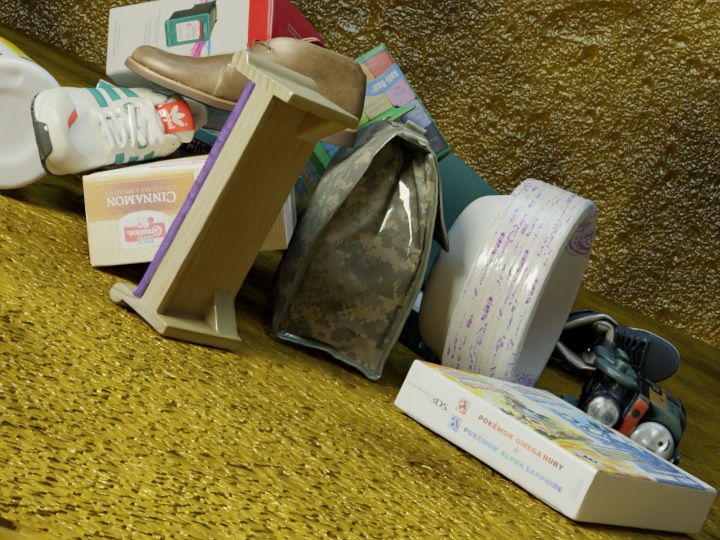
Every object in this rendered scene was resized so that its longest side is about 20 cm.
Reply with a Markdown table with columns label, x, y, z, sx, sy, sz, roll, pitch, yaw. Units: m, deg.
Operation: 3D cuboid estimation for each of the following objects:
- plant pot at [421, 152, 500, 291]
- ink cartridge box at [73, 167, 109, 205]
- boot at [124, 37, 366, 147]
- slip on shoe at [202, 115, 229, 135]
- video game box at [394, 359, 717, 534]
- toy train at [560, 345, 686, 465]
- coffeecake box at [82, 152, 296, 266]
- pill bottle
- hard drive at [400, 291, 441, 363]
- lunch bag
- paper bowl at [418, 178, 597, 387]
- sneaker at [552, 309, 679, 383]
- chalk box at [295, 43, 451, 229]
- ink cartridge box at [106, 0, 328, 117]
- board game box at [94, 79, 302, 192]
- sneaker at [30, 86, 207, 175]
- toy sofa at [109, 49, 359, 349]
| label | x | y | z | sx | sy | sz | roll | pitch | yaw |
| --- | --- | --- | --- | --- | --- | --- | --- | --- | --- |
| plant pot | 0.106 | -0.021 | 1.775 | 0.200 | 0.142 | 0.141 | 35 | -16 | -11 |
| ink cartridge box | -0.212 | -0.068 | 1.561 | 0.094 | 0.037 | 0.200 | 25 | 8 | 1 |
| boot | -0.092 | -0.163 | 1.303 | 0.199 | 0.076 | 0.074 | 14 | 13 | -9 |
| slip on shoe | -0.147 | -0.141 | 1.579 | 0.076 | 0.061 | 0.200 | 26 | -3 | -17 |
| video game box | 0.152 | 0.136 | 1.216 | 0.182 | 0.047 | 0.200 | 27 | 6 | 38 |
| toy train | 0.249 | 0.132 | 1.476 | 0.114 | 0.085 | 0.200 | 35 | 8 | 6 |
| coffeecake box | -0.133 | -0.056 | 1.300 | 0.153 | 0.073 | 0.200 | -5 | 7 | 0 |
| pill bottle | -0.332 | -0.148 | 1.400 | 0.114 | 0.115 | 0.200 | 21 | 8 | -28 |
| hard drive | 0.075 | 0.056 | 1.614 | 0.139 | 0.038 | 0.200 | 21 | 7 | -36 |
| lunch bag | 0.008 | -0.030 | 1.330 | 0.117 | 0.201 | 0.164 | 23 | 6 | -9 |
| paper bowl | 0.122 | 0.016 | 1.378 | 0.104 | 0.201 | 0.201 | 24 | 6 | 16 |
| sneaker | 0.308 | 0.097 | 1.906 | 0.202 | 0.077 | 0.146 | 14 | -3 | -11 |
| chalk box | -0.009 | -0.121 | 1.501 | 0.124 | 0.124 | 0.200 | 57 | -21 | 2 |
| ink cartridge box | -0.109 | -0.192 | 1.398 | 0.199 | 0.067 | 0.116 | -6 | -20 | 20 |
| board game box | -0.165 | -0.101 | 1.477 | 0.199 | 0.047 | 0.151 | 25 | -9 | -11 |
| sneaker | -0.189 | -0.121 | 1.280 | 0.093 | 0.071 | 0.200 | -12 | 3 | 17 |
| toy sofa | -0.098 | -0.053 | 1.121 | 0.098 | 0.200 | 0.083 | 37 | 13 | 36 |
